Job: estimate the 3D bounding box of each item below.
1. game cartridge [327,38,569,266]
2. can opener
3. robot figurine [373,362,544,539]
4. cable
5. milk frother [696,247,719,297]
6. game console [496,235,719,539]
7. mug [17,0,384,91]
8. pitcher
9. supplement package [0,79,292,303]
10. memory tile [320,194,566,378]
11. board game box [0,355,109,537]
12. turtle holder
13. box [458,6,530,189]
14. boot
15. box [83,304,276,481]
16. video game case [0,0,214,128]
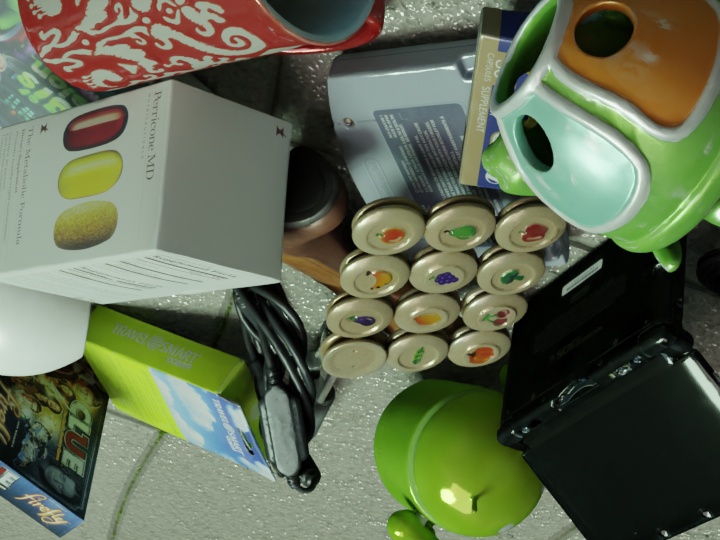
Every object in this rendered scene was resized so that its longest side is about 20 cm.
[{"bbox_3d":[0.058,-0.073,0.934,0.131,0.041,0.201,-4,137,25],"label":"game cartridge"},{"bbox_3d":[-0.021,0.098,1.159,0.066,0.054,0.200,9,154,-7],"label":"can opener"},{"bbox_3d":[0.080,0.152,1.106,0.116,0.176,0.200,43,169,-13],"label":"robot figurine"},{"bbox_3d":[-0.069,0.072,1.097,0.050,0.163,0.203,-13,106,-6],"label":"cable"},{"bbox_3d":[0.314,0.087,0.880,0.197,0.190,0.182,1,139,25],"label":"milk frother"},{"bbox_3d":[0.196,0.081,0.951,0.115,0.178,0.200,25,144,-18],"label":"game console"},{"bbox_3d":[-0.093,-0.165,0.815,0.198,0.134,0.178,-9,132,39],"label":"mug"},{"bbox_3d":[-0.330,-0.001,1.150,0.197,0.175,0.121,7,173,-16],"label":"pitcher"},{"bbox_3d":[-0.154,-0.047,0.920,0.198,0.116,0.109,-8,165,43],"label":"supplement package"},{"bbox_3d":[0.053,0.015,0.951,0.151,0.017,0.201,-1,144,-12],"label":"memory tile"},{"bbox_3d":[-0.295,0.125,1.224,0.034,0.201,0.135,-34,121,22],"label":"board game box"},{"bbox_3d":[0.140,-0.091,0.730,0.130,0.143,0.186,23,-173,-11],"label":"turtle holder"},{"bbox_3d":[0.164,-0.093,0.827,0.197,0.033,0.122,7,137,2],"label":"box"},{"bbox_3d":[0.000,0.000,0.992,0.199,0.069,0.188,38,159,-20],"label":"boot"},{"bbox_3d":[-0.159,0.110,1.225,0.198,0.048,0.123,18,147,30],"label":"box"},{"bbox_3d":[-0.230,-0.150,0.989,0.200,0.024,0.181,40,140,-24],"label":"video game case"}]
